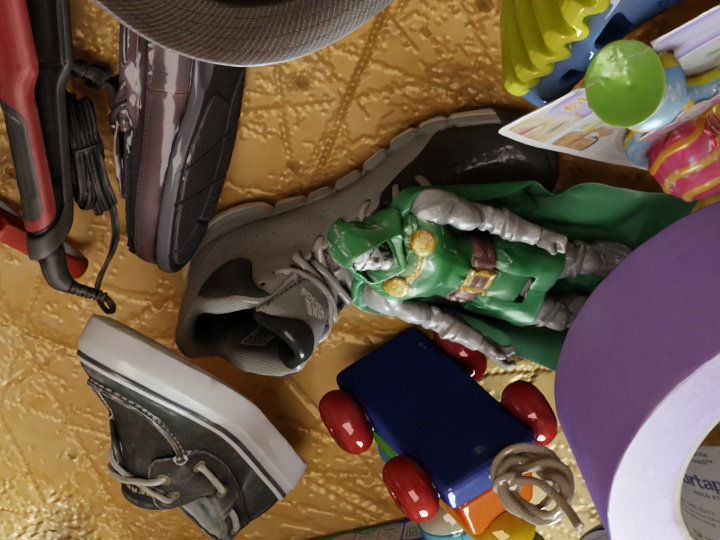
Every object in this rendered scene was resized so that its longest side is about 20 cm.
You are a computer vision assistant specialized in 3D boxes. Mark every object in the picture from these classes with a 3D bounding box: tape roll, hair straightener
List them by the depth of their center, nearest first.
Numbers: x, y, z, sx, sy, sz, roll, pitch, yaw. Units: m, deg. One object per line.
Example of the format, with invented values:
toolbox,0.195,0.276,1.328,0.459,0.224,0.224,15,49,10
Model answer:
tape roll,0.196,0.062,1.273,0.200,0.085,0.200,-10,132,-11
hair straightener,-0.134,-0.079,1.290,0.041,0.077,0.200,-10,96,39

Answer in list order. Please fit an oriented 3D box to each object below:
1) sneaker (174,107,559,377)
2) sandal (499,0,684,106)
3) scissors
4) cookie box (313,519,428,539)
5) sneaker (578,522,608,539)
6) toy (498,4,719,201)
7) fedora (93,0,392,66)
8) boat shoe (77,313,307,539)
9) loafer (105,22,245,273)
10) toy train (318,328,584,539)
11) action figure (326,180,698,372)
sneaker,0.000,0.000,1.295,0.200,0.116,0.075,-23,114,21
sandal,0.125,-0.132,1.137,0.087,0.080,0.200,16,141,-24
scissors,-0.169,-0.022,1.281,0.073,0.200,0.014,36,90,4
cookie box,-0.040,0.221,1.380,0.171,0.200,0.075,-14,117,16
sneaker,0.137,0.209,1.407,0.146,0.077,0.202,35,110,-24
toy,0.154,-0.062,1.196,0.115,0.200,0.047,-30,70,24
fedora,-0.053,-0.171,1.180,0.177,0.200,0.090,35,163,-3
boat shoe,-0.086,0.085,1.327,0.072,0.071,0.200,29,171,32
loafer,-0.090,-0.098,1.289,0.063,0.072,0.200,18,115,15
toy train,0.066,0.117,1.316,0.085,0.200,0.116,-32,125,-11
action figure,0.065,0.001,1.266,0.200,0.055,0.118,9,117,-37
